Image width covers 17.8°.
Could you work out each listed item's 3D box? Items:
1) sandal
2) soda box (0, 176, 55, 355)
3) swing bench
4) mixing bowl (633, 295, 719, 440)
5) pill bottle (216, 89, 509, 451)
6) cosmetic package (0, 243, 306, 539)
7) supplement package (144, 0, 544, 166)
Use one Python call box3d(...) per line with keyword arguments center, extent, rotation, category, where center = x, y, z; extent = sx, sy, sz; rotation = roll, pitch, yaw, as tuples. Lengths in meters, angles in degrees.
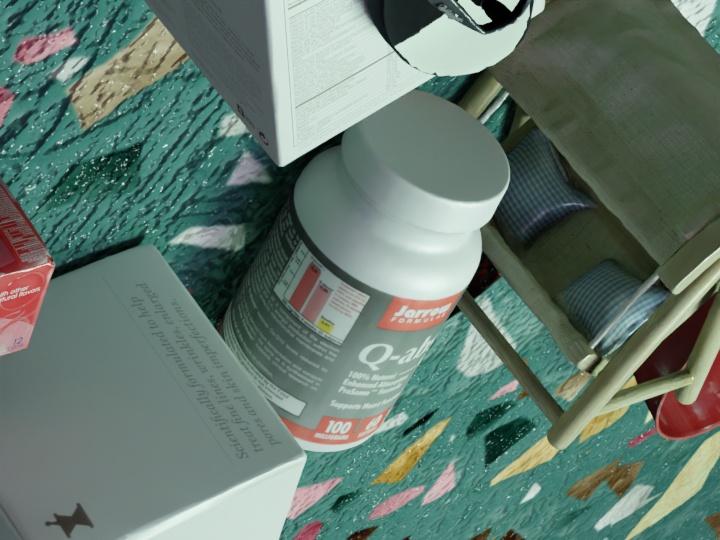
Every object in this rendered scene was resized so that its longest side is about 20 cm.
box3d(center=(0.039, -0.132, 0.891), extent=(0.076, 0.043, 0.200), rotation=(-36, 153, -10), category="sandal")
box3d(center=(-0.247, 0.019, 1.088), extent=(0.199, 0.063, 0.070), rotation=(-17, 147, -38), category="soda box")
box3d(center=(0.140, -0.043, 1.344), extent=(0.129, 0.199, 0.200), rotation=(-15, 145, -41), category="swing bench")
box3d(center=(0.268, 0.020, 1.722), extent=(0.199, 0.109, 0.200), rotation=(-30, 154, -17), category="mixing bowl")
box3d(center=(0.000, 0.000, 1.325), extent=(0.115, 0.116, 0.200), rotation=(-13, 144, -43), category="pill bottle")
box3d(center=(-0.155, 0.127, 1.269), extent=(0.164, 0.165, 0.200), rotation=(-23, 151, -31), category="cosmetic package")
box3d(center=(-0.019, -0.183, 0.959), extent=(0.150, 0.152, 0.200), rotation=(-31, 153, -17), category="supplement package")
